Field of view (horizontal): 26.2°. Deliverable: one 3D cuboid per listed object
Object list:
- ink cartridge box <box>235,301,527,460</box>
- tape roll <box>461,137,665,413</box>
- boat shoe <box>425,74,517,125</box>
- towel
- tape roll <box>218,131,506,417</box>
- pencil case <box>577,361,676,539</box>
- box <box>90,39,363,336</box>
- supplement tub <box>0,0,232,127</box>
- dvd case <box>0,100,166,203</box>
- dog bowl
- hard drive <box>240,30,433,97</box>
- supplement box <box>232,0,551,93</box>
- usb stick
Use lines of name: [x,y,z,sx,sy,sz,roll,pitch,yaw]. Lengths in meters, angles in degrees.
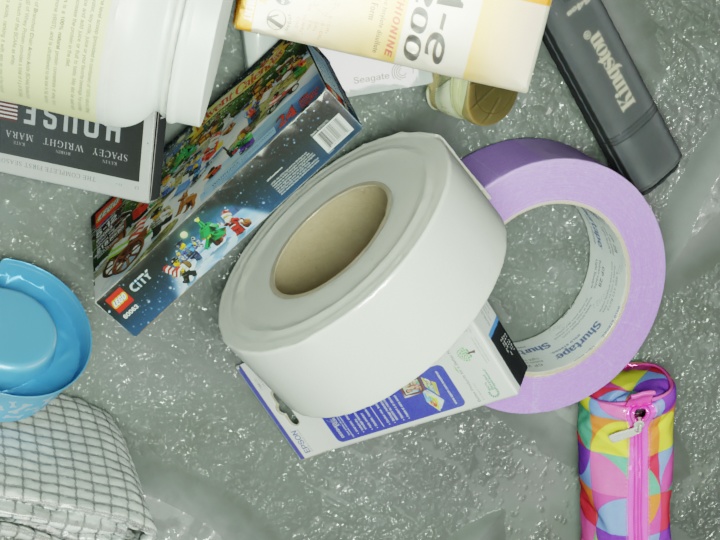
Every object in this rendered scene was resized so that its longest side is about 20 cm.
ink cartridge box: [0.014,0.070,1.134,0.199,0.039,0.100,-20,115,30]
tape roll: [0.130,0.004,1.179,0.198,0.066,0.202,-6,110,-17]
boat shoe: [0.089,-0.207,1.096,0.073,0.063,0.202,-4,109,-41]
towel: [-0.249,0.147,1.037,0.199,0.166,0.086,15,109,-24]
tape roll: [0.000,0.000,1.055,0.202,0.202,0.071,-44,116,-1]
pencil case: [0.216,0.172,1.259,0.088,0.088,0.202,-11,113,-16]
box: [-0.094,-0.062,1.015,0.200,0.137,0.038,-42,116,9]
supplement tub: [-0.174,-0.164,0.874,0.198,0.145,0.146,13,104,-4]
dvd case: [-0.189,-0.154,0.985,0.149,0.025,0.202,12,107,14]
dog bowl: [-0.280,0.042,1.022,0.199,0.112,0.050,13,138,-24]
hard drive: [-0.023,-0.217,1.058,0.131,0.027,0.202,-10,112,-8]
supplement box: [0.026,-0.202,1.006,0.198,0.074,0.127,11,108,-7]
usb stick: [0.182,-0.145,1.162,0.055,0.033,0.201,-36,116,-5]
